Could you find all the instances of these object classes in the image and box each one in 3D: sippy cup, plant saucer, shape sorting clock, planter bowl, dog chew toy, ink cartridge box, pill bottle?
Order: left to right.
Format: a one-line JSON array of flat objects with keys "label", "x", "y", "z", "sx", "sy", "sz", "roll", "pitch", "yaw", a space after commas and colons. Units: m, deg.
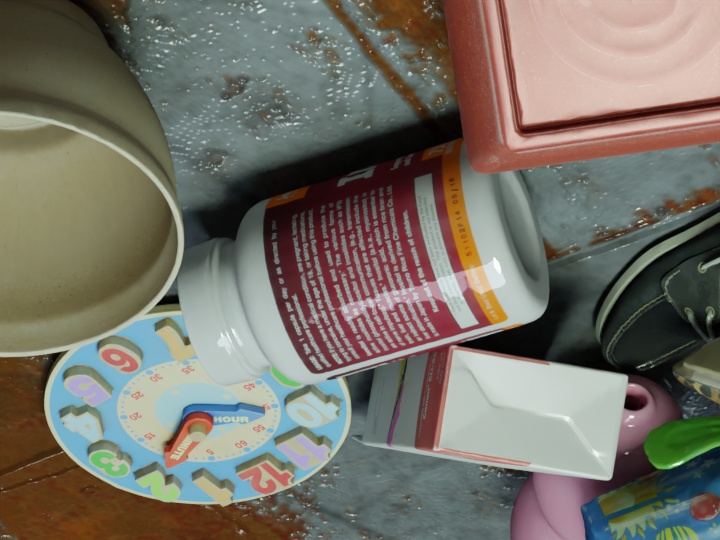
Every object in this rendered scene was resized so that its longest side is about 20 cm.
[{"label": "planter bowl", "x": -0.193, "y": -0.067, "z": 1.332, "sx": 0.199, "sy": 0.135, "sz": 0.201, "roll": -1, "pitch": 142, "yaw": -1}, {"label": "shape sorting clock", "x": -0.105, "y": 0.091, "z": 1.612, "sx": 0.199, "sy": 0.039, "sz": 0.201, "roll": -2, "pitch": 141, "yaw": -2}, {"label": "pill bottle", "x": 0.000, "y": 0.000, "z": 1.446, "sx": 0.199, "sy": 0.113, "sz": 0.113, "roll": -17, "pitch": 140, "yaw": 16}, {"label": "ink cartridge box", "x": 0.074, "y": 0.086, "z": 1.553, "sx": 0.116, "sy": 0.068, "sz": 0.200, "roll": 10, "pitch": 175, "yaw": -15}, {"label": "dog chew toy", "x": 0.163, "y": 0.141, "z": 1.625, "sx": 0.124, "sy": 0.125, "sz": 0.201, "roll": 0, "pitch": 141, "yaw": -3}, {"label": "plant saucer", "x": 0.138, "y": -0.149, "z": 1.255, "sx": 0.198, "sy": 0.037, "sz": 0.201, "roll": -8, "pitch": 111, "yaw": 6}, {"label": "sippy cup", "x": 0.206, "y": 0.171, "z": 1.516, "sx": 0.130, "sy": 0.179, "sz": 0.140, "roll": -15, "pitch": -176, "yaw": -1}]

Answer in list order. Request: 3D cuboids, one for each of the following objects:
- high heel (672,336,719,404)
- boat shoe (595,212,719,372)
[{"label": "high heel", "x": 0.292, "y": 0.091, "z": 1.473, "sx": 0.199, "sy": 0.072, "sz": 0.143, "roll": -3, "pitch": 138, "yaw": 33}, {"label": "boat shoe", "x": 0.216, "y": 0.014, "z": 1.516, "sx": 0.072, "sy": 0.068, "sz": 0.200, "roll": 24, "pitch": 138, "yaw": -31}]
